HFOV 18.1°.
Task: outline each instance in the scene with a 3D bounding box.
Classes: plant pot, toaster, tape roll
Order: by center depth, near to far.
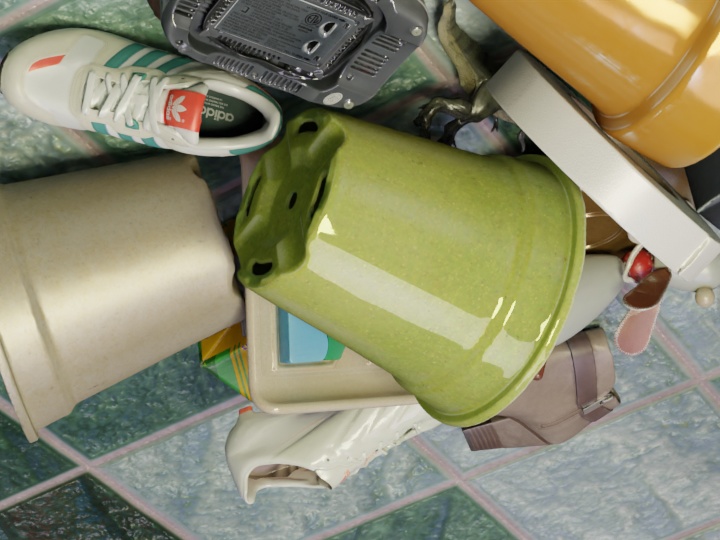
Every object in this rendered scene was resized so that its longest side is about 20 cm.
[{"bbox_3d":[-0.055,-0.198,1.449,0.199,0.130,0.114,16,136,-31],"label":"toaster"},{"bbox_3d":[0.172,-0.196,1.471,0.182,0.201,0.200,26,133,-16],"label":"plant pot"},{"bbox_3d":[0.021,-0.017,1.532,0.183,0.201,0.200,22,133,-27],"label":"plant pot"},{"bbox_3d":[0.171,-0.073,1.570,0.037,0.203,0.202,-47,134,9],"label":"tape roll"},{"bbox_3d":[-0.188,0.002,1.655,0.182,0.201,0.201,-18,144,-7],"label":"plant pot"},{"bbox_3d":[0.173,-0.039,1.761,0.198,0.028,0.200,-9,156,-4],"label":"plant pot"}]

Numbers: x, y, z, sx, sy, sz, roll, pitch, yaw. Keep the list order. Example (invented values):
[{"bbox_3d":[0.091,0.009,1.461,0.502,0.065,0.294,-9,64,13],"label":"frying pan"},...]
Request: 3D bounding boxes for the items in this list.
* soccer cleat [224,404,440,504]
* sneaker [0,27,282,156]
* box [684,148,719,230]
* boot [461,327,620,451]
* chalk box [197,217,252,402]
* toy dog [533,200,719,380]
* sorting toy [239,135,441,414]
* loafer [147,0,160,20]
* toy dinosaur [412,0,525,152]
[{"bbox_3d":[-0.006,0.128,1.729,0.199,0.078,0.069,-15,143,6],"label":"soccer cleat"},{"bbox_3d":[-0.145,-0.121,1.539,0.198,0.071,0.093,12,-177,-19],"label":"sneaker"},{"bbox_3d":[0.325,-0.083,1.673,0.104,0.149,0.200,-31,137,27],"label":"box"},{"bbox_3d":[0.143,0.084,1.930,0.145,0.071,0.200,-21,144,4],"label":"boot"},{"bbox_3d":[-0.027,0.045,1.782,0.123,0.125,0.200,-27,139,21],"label":"chalk box"},{"bbox_3d":[0.191,0.031,1.770,0.199,0.097,0.132,-17,156,13],"label":"toy dog"},{"bbox_3d":[0.000,0.000,1.651,0.184,0.202,0.036,-2,176,-31],"label":"sorting toy"},{"bbox_3d":[-0.072,-0.156,1.549,0.199,0.071,0.073,22,134,-35],"label":"loafer"},{"bbox_3d":[0.084,-0.123,1.650,0.088,0.048,0.200,-41,137,11],"label":"toy dinosaur"}]
